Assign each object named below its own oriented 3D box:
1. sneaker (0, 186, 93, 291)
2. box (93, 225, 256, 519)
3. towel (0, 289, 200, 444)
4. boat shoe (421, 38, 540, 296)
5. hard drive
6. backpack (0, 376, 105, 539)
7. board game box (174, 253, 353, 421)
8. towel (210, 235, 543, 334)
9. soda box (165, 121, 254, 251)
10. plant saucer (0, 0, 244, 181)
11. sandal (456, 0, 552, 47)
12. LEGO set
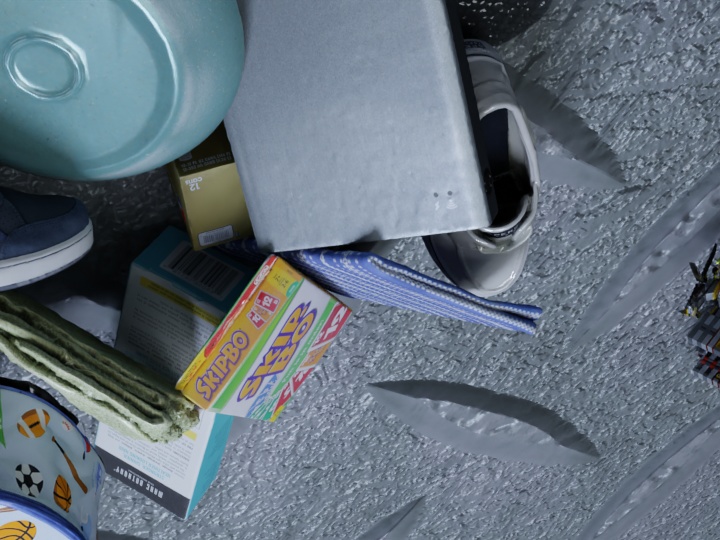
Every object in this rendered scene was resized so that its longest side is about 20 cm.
[{"bbox_3d":[-0.223,-0.065,0.704,0.201,0.077,0.148,-4,110,-34],"label":"sneaker"},{"bbox_3d":[-0.122,0.073,0.948,0.082,0.049,0.201,28,132,9],"label":"box"},{"bbox_3d":[-0.165,0.055,0.822,0.037,0.148,0.200,-58,179,-6],"label":"towel"},{"bbox_3d":[0.077,-0.043,0.846,0.071,0.066,0.201,-16,138,-10],"label":"boat shoe"},{"bbox_3d":[-0.013,-0.113,0.755,0.138,0.033,0.202,-6,111,22],"label":"hard drive"},{"bbox_3d":[-0.242,0.141,0.795,0.189,0.155,0.200,-16,149,8],"label":"backpack"},{"bbox_3d":[-0.056,0.046,0.884,0.096,0.030,0.200,-54,166,-1],"label":"board game box"},{"bbox_3d":[0.000,0.000,0.883,0.144,0.199,0.024,19,84,-36],"label":"towel"},{"bbox_3d":[-0.019,-0.081,0.863,0.198,0.068,0.064,-16,138,-11],"label":"soda box"},{"bbox_3d":[-0.160,-0.113,0.729,0.198,0.036,0.201,3,134,3],"label":"plant saucer"},{"bbox_3d":[0.011,-0.160,0.822,0.198,0.048,0.076,-9,139,0],"label":"sandal"},{"bbox_3d":[0.323,0.017,1.129,0.154,0.115,0.200,-53,144,-13],"label":"LEGO set"}]
